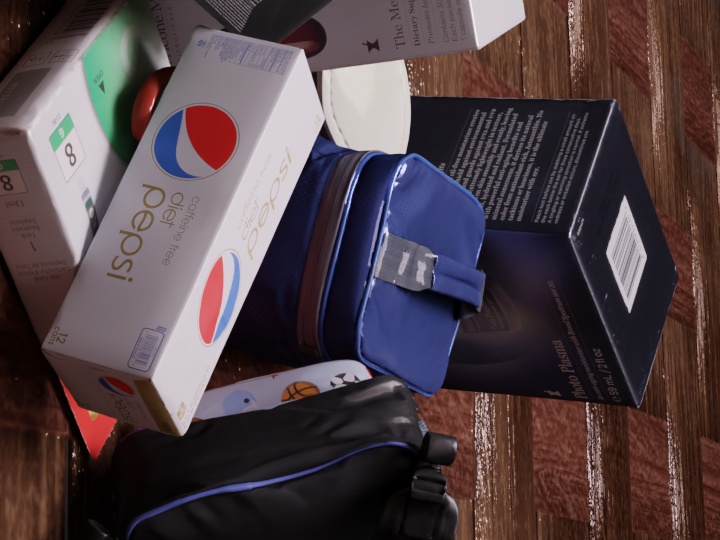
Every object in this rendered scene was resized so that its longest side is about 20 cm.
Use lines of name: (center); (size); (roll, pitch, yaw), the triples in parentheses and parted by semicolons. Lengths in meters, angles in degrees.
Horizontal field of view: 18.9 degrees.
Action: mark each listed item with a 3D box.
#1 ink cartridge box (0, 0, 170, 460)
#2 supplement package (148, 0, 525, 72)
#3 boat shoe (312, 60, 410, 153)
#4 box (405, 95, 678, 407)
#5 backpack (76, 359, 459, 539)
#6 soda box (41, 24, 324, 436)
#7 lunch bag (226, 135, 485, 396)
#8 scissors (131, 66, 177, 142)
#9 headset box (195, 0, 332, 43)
ink cartridge box: (-0.130, -0.027, 1.143); (0.161, 0.050, 0.201); (-65, 142, -53)
supplement package: (-0.021, -0.176, 1.249); (0.110, 0.199, 0.114); (-40, 121, -66)
boat shoe: (-0.025, -0.149, 1.381); (0.072, 0.060, 0.202); (-36, 119, -32)
box: (0.092, -0.013, 1.486); (0.200, 0.198, 0.124); (62, 42, -46)
backpack: (-0.038, 0.154, 1.170); (0.154, 0.199, 0.191); (-100, 178, -59)
soda box: (-0.086, -0.022, 1.102); (0.068, 0.063, 0.201); (71, 38, -59)
lunch bag: (0.000, 0.000, 1.310); (0.200, 0.132, 0.137); (25, 80, -67)
scissors: (-0.087, -0.091, 1.199); (0.200, 0.014, 0.074); (-50, 145, -65)
headset box: (-0.101, -0.229, 1.132); (0.200, 0.075, 0.149); (57, 9, 26)
